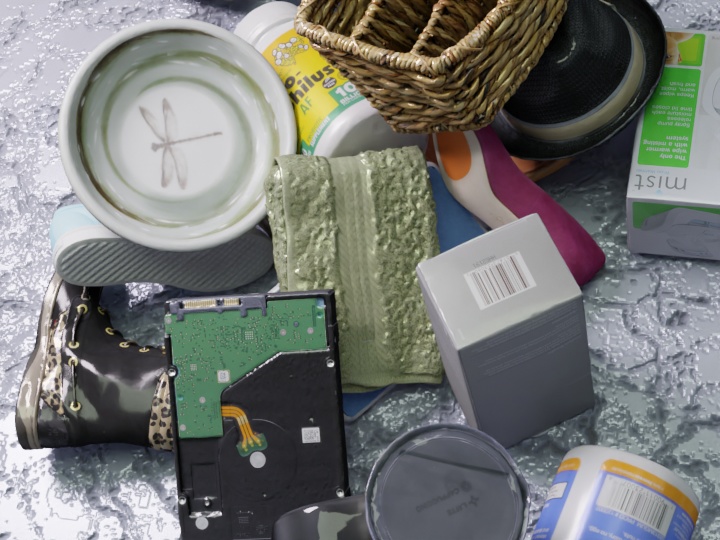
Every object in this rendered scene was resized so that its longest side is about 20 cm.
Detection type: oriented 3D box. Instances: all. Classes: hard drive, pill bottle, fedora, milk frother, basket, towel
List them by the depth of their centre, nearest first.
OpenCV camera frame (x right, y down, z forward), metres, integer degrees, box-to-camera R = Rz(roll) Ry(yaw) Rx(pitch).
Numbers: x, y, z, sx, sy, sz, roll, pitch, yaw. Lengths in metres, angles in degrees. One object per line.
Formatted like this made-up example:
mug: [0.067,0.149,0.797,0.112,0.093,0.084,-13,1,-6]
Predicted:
milk frother: [0.040,0.241,1.194,0.180,0.188,0.201,-24,74,-15]
pill bottle: [0.169,0.241,1.220,0.112,0.112,0.201,17,67,20]
basket: [0.068,-0.228,1.311,0.142,0.149,0.201,3,58,49]
hard drive: [-0.082,0.118,1.323,0.139,0.038,0.201,-4,95,7]
towel: [0.000,0.000,1.360,0.147,0.036,0.201,-5,90,-14]
fedora: [0.157,-0.191,1.394,0.200,0.092,0.201,-20,50,26]
pill bottle: [-0.036,-0.154,1.463,0.112,0.113,0.200,-33,51,-7]

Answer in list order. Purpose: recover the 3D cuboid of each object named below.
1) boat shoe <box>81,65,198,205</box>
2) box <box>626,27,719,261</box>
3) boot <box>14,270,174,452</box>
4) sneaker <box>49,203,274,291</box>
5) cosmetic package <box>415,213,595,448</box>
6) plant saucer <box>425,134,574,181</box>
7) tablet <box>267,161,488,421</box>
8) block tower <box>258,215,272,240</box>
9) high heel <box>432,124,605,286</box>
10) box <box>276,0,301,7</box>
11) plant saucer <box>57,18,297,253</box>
boat shoe: [-0.192,-0.120,1.479,0.200,0.069,0.084,-48,41,12]
box: [0.331,-0.100,1.382,0.199,0.097,0.177,7,61,14]
boot: [-0.202,0.069,1.414,0.150,0.073,0.201,6,55,9]
sneaker: [-0.172,-0.034,1.432,0.199,0.074,0.082,4,41,-26]
cosmetic package: [0.117,0.055,1.283,0.106,0.200,0.090,-24,61,-5]
plant saucer: [0.124,-0.156,1.488,0.199,0.038,0.201,-5,61,8]
tablet: [0.024,0.017,1.391,0.200,0.014,0.130,-40,98,-12]
block tower: [-0.061,-0.053,1.459,0.054,0.058,0.200,-39,60,-11]
high heel: [0.133,-0.074,1.387,0.096,0.067,0.201,-23,82,-32]
box: [0.012,-0.295,1.506,0.200,0.046,0.160,31,97,50]
plant saucer: [-0.154,-0.110,1.393,0.199,0.050,0.201,2,80,-10]
